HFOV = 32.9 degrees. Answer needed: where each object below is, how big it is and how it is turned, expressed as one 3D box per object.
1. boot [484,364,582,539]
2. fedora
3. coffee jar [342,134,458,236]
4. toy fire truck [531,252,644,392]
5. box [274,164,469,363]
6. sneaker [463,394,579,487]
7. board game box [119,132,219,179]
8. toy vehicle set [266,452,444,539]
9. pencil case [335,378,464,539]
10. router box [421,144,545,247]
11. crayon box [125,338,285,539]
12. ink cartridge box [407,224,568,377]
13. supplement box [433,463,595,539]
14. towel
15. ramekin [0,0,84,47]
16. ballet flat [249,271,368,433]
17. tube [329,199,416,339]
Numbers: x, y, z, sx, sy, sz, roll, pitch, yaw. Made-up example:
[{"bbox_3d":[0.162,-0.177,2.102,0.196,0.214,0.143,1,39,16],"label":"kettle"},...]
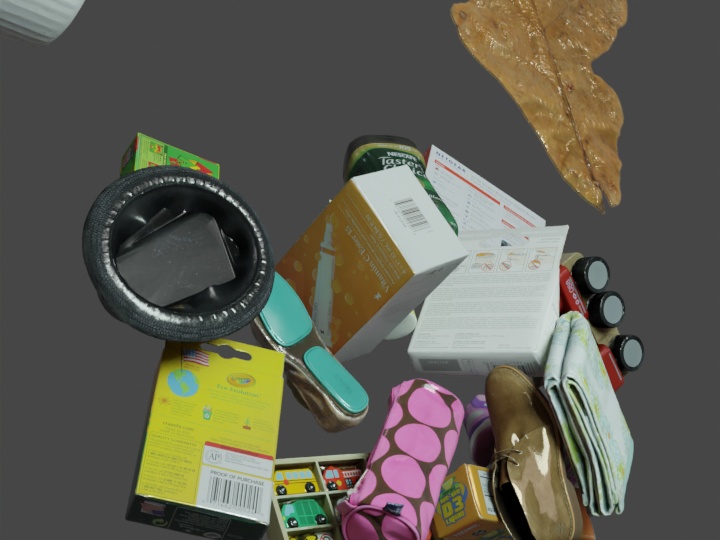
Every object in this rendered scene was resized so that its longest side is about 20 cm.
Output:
[{"bbox_3d":[0.165,0.191,1.265,0.075,0.074,0.201,2,62,-42],"label":"boot"},{"bbox_3d":[-0.185,-0.004,1.178,0.200,0.092,0.202,17,58,-29],"label":"fedora"},{"bbox_3d":[0.043,-0.086,1.473,0.104,0.086,0.200,2,35,-18],"label":"coffee jar"},{"bbox_3d":[0.246,0.096,1.493,0.200,0.128,0.177,-37,109,-31],"label":"toy fire truck"},{"bbox_3d":[0.000,0.000,1.319,0.097,0.200,0.125,-18,68,-47],"label":"box"},{"bbox_3d":[0.195,0.194,1.424,0.199,0.081,0.089,23,19,-32],"label":"sneaker"},{"bbox_3d":[-0.208,-0.045,1.301,0.101,0.048,0.201,21,45,-27],"label":"board game box"},{"bbox_3d":[-0.009,0.248,1.231,0.199,0.027,0.125,3,54,-39],"label":"toy vehicle set"},{"bbox_3d":[0.043,0.196,1.234,0.093,0.091,0.200,31,38,-4],"label":"pencil case"},{"bbox_3d":[0.148,-0.047,1.609,0.199,0.049,0.180,32,40,-14],"label":"router box"},{"bbox_3d":[-0.142,0.154,1.160,0.126,0.051,0.201,16,46,-12],"label":"crayon box"},{"bbox_3d":[0.158,0.035,1.442,0.050,0.160,0.201,64,35,-38],"label":"ink cartridge box"},{"bbox_3d":[0.164,0.262,1.317,0.199,0.066,0.069,21,46,-38],"label":"supplement box"},{"bbox_3d":[0.250,0.153,1.325,0.200,0.048,0.172,-52,125,-68],"label":"towel"},{"bbox_3d":[-0.357,-0.342,1.321,0.097,0.200,0.201,22,44,-35],"label":"ramekin"},{"bbox_3d":[-0.071,0.089,1.285,0.068,0.067,0.201,-23,71,-42],"label":"ballet flat"},{"bbox_3d":[0.017,-0.009,1.465,0.058,0.052,0.201,60,9,-49],"label":"tube"}]
